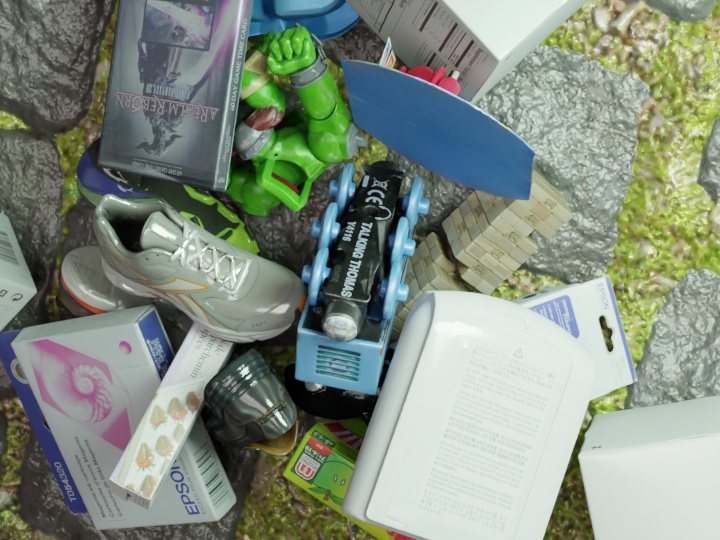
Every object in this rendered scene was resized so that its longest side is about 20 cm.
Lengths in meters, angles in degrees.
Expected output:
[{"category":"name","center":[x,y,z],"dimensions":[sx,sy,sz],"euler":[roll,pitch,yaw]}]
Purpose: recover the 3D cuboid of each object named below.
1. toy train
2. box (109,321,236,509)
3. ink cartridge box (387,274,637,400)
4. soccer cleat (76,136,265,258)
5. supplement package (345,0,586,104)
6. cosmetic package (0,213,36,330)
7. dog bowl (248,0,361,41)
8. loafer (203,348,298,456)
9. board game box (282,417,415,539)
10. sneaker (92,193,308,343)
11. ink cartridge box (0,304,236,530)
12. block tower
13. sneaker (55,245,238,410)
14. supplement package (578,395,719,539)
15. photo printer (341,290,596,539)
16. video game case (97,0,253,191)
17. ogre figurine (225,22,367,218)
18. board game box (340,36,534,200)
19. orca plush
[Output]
[{"category":"toy train","center":[0.000,0.000,1.317],"dimensions":[0.086,0.200,0.115],"euler":[12,133,3]},{"category":"box","center":[-0.146,0.100,1.359],"dimensions":[0.039,0.041,0.200],"euler":[27,68,0]},{"category":"ink cartridge box","center":[0.126,0.078,1.360],"dimensions":[0.199,0.039,0.100],"euler":[-17,96,-17]},{"category":"soccer cleat","center":[-0.166,-0.039,1.444],"dimensions":[0.200,0.065,0.084],"euler":[40,137,0]},{"category":"supplement package","center":[0.073,-0.254,1.255],"dimensions":[0.152,0.151,0.200],"euler":[-42,88,-15]},{"category":"cosmetic package","center":[-0.392,0.040,1.482],"dimensions":[0.200,0.071,0.102],"euler":[-45,51,18]},{"category":"dog bowl","center":[-0.077,-0.248,1.376],"dimensions":[0.199,0.050,0.112],"euler":[-1,100,16]},{"category":"loafer","center":[-0.086,0.129,1.377],"dimensions":[0.073,0.200,0.072],"euler":[-40,78,-8]},{"category":"board game box","center":[0.041,0.195,1.401],"dimensions":[0.200,0.102,0.048],"euler":[33,111,7]},{"category":"sneaker","center":[-0.138,-0.005,1.334],"dimensions":[0.199,0.092,0.076],"euler":[16,64,21]},{"category":"ink cartridge box","center":[-0.229,0.137,1.450],"dimensions":[0.199,0.043,0.197],"euler":[-11,110,31]},{"category":"block tower","center":[0.083,-0.005,1.367],"dimensions":[0.200,0.054,0.058],"euler":[-43,123,18]},{"category":"sneaker","center":[-0.190,0.061,1.467],"dimensions":[0.200,0.077,0.082],"euler":[41,136,3]},{"category":"supplement package","center":[0.259,0.219,1.338],"dimensions":[0.119,0.121,0.201],"euler":[-11,98,16]},{"category":"photo printer","center":[0.090,0.122,1.293],"dimensions":[0.166,0.069,0.201],"euler":[21,85,-19]},{"category":"video game case","center":[-0.151,-0.174,1.341],"dimensions":[0.143,0.019,0.201],"euler":[13,97,38]},{"category":"ogre figurine","center":[-0.082,-0.113,1.368],"dimensions":[0.200,0.098,0.120],"euler":[-39,108,20]},{"category":"board game box","center":[0.068,-0.120,1.253],"dimensions":[0.158,0.200,0.039],"euler":[25,79,10]},{"category":"orca plush","center":[0.033,0.123,1.389],"dimensions":[0.199,0.105,0.071],"euler":[13,61,-14]}]
